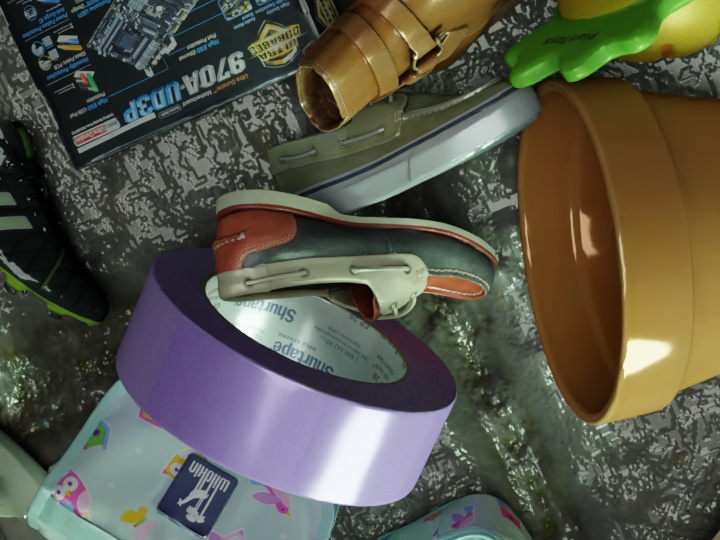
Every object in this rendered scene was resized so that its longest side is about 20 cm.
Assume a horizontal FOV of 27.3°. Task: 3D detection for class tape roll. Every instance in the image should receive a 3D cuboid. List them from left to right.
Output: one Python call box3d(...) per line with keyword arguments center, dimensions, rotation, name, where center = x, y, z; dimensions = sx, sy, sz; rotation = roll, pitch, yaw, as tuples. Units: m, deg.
box3d(center=(-0.044, 0.060, 0.900), dimensions=(0.199, 0.200, 0.066), rotation=(25, 106, 1), name="tape roll")

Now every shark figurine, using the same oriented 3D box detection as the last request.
box3d(center=(-0.269, 0.139, 1.008), dimensions=(0.214, 0.090, 0.128), rotation=(37, 104, -4), name="shark figurine")

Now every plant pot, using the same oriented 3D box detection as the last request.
box3d(center=(0.185, -0.020, 0.867), dimensions=(0.139, 0.200, 0.202), rotation=(-8, 103, -7), name="plant pot")

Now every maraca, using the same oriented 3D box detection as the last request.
box3d(center=(0.162, -0.165, 0.835), dimensions=(0.200, 0.137, 0.107), rotation=(-44, 110, -24), name="maraca")

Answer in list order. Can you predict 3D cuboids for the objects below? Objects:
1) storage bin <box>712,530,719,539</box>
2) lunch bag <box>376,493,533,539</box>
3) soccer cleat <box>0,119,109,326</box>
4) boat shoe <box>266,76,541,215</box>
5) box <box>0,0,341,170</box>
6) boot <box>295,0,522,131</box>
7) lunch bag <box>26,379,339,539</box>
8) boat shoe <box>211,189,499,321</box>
box3d(center=(0.280, 0.266, 0.965), dimensions=(0.198, 0.094, 0.201), rotation=(34, 105, -1), name="storage bin")
box3d(center=(0.051, 0.256, 0.999), dimensions=(0.199, 0.077, 0.161), rotation=(-30, 98, 13), name="lunch bag")
box3d(center=(-0.231, -0.047, 0.971), dimensions=(0.200, 0.068, 0.081), rotation=(44, 92, -4), name="soccer cleat")
box3d(center=(0.017, -0.078, 0.903), dimensions=(0.199, 0.072, 0.062), rotation=(-23, 93, 35), name="boat shoe")
box3d(center=(-0.125, -0.171, 0.913), dimensions=(0.199, 0.046, 0.160), rotation=(-21, 100, 25), name="box")
box3d(center=(0.034, -0.154, 0.802), dimensions=(0.154, 0.200, 0.074), rotation=(-37, 73, -14), name="boot")
box3d(center=(-0.103, 0.143, 0.928), dimensions=(0.170, 0.200, 0.122), rotation=(33, 105, -1), name="lunch bag")
box3d(center=(0.000, 0.000, 0.908), dimensions=(0.199, 0.071, 0.063), rotation=(10, 67, -32), name="boat shoe")
